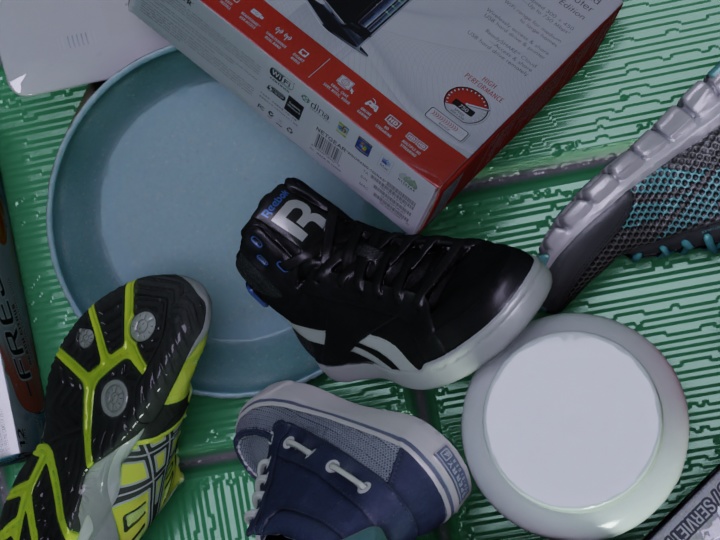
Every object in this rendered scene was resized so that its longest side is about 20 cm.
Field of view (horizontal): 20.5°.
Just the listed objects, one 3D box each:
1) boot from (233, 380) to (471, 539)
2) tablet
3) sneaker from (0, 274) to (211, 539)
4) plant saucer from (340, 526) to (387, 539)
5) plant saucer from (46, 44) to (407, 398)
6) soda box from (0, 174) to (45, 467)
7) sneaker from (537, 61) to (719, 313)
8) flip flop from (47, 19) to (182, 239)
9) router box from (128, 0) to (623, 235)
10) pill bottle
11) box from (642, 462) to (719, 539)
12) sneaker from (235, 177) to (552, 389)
[{"bbox_3d":[-0.033,0.112,1.021,0.090,0.200,0.073,-37,107,-25],"label":"boot"},{"bbox_3d":[-0.112,-0.175,1.102,0.199,0.014,0.130,-14,76,-17],"label":"tablet"},{"bbox_3d":[-0.130,0.088,1.087,0.075,0.076,0.200,43,113,35],"label":"sneaker"},{"bbox_3d":[0.019,0.219,0.937,0.070,0.019,0.200,-25,104,3],"label":"plant saucer"},{"bbox_3d":[-0.072,-0.030,1.099,0.199,0.036,0.201,0,102,0],"label":"plant saucer"},{"bbox_3d":[-0.231,0.015,1.130,0.068,0.064,0.201,-13,85,8],"label":"soda box"},{"bbox_3d":[0.177,-0.037,1.063,0.200,0.078,0.091,-42,85,6],"label":"sneaker"},{"bbox_3d":[-0.126,-0.114,1.123,0.081,0.058,0.200,21,87,10],"label":"flip flop"},{"bbox_3d":[0.009,-0.141,1.060,0.200,0.049,0.180,38,56,9],"label":"router box"},{"bbox_3d":[0.108,0.080,0.997,0.111,0.200,0.111,-1,83,7],"label":"pill bottle"},{"bbox_3d":[0.174,0.189,1.015,0.115,0.132,0.200,44,94,10],"label":"box"},{"bbox_3d":[0.000,0.000,0.989,0.112,0.200,0.073,44,64,-17],"label":"sneaker"}]
